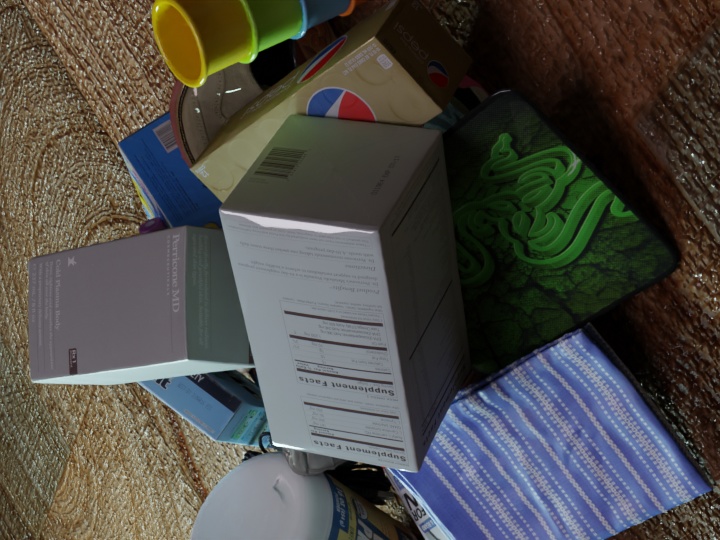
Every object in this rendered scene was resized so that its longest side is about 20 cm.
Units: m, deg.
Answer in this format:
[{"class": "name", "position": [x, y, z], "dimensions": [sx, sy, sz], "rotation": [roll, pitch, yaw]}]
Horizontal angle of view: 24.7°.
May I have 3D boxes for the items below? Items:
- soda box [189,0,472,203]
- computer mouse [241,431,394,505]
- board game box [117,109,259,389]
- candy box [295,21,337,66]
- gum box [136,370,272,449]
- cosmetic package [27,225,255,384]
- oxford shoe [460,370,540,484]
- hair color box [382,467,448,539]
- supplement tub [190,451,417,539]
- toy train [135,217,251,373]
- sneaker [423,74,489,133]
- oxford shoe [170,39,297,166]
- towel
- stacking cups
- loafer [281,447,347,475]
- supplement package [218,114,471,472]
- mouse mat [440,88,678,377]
[{"class": "soda box", "position": [-0.023, -0.103, 1.104], "dimensions": [0.068, 0.064, 0.200], "rotation": [46, 133, -16]}, {"class": "computer mouse", "position": [-0.022, 0.133, 1.396], "dimensions": [0.053, 0.138, 0.200], "rotation": [-84, 7, -49]}, {"class": "board game box", "position": [-0.124, -0.013, 1.434], "dimensions": [0.200, 0.056, 0.196], "rotation": [55, 171, 16]}, {"class": "candy box", "position": [-0.073, -0.134, 1.312], "dimensions": [0.116, 0.055, 0.200], "rotation": [62, 152, 1]}, {"class": "gum box", "position": [-0.155, 0.090, 1.463], "dimensions": [0.170, 0.045, 0.200], "rotation": [35, 180, 13]}, {"class": "cosmetic package", "position": [-0.168, 0.031, 1.284], "dimensions": [0.200, 0.090, 0.107], "rotation": [-13, 76, 45]}, {"class": "oxford shoe", "position": [0.075, 0.099, 1.206], "dimensions": [0.200, 0.070, 0.075], "rotation": [39, 167, 13]}, {"class": "hair color box", "position": [0.098, 0.195, 1.291], "dimensions": [0.200, 0.064, 0.111], "rotation": [57, 150, 10]}, {"class": "supplement tub", "position": [-0.032, 0.256, 1.400], "dimensions": [0.200, 0.145, 0.145], "rotation": [39, 170, -39]}, {"class": "toy train", "position": [-0.156, 0.034, 1.403], "dimensions": [0.150, 0.056, 0.200], "rotation": [58, 171, 0]}, {"class": "sneaker", "position": [0.055, -0.040, 1.140], "dimensions": [0.074, 0.087, 0.200], "rotation": [37, 142, 40]}, {"class": "oxford shoe", "position": [-0.088, -0.132, 1.197], "dimensions": [0.075, 0.070, 0.200], "rotation": [38, 144, 22]}, {"class": "towel", "position": [0.120, 0.134, 1.130], "dimensions": [0.200, 0.024, 0.145], "rotation": [-33, 99, 35]}, {"class": "stacking cups", "position": [-0.036, -0.184, 1.055], "dimensions": [0.060, 0.200, 0.061], "rotation": [41, 148, 33]}, {"class": "loafer", "position": [-0.037, 0.068, 1.293], "dimensions": [0.070, 0.070, 0.200], "rotation": [-121, 21, -58]}, {"class": "supplement package", "position": [-0.004, 0.016, 1.070], "dimensions": [0.109, 0.114, 0.200], "rotation": [8, 130, 22]}, {"class": "mouse mat", "position": [0.089, -0.017, 1.074], "dimensions": [0.161, 0.008, 0.200], "rotation": [44, 134, -9]}]
